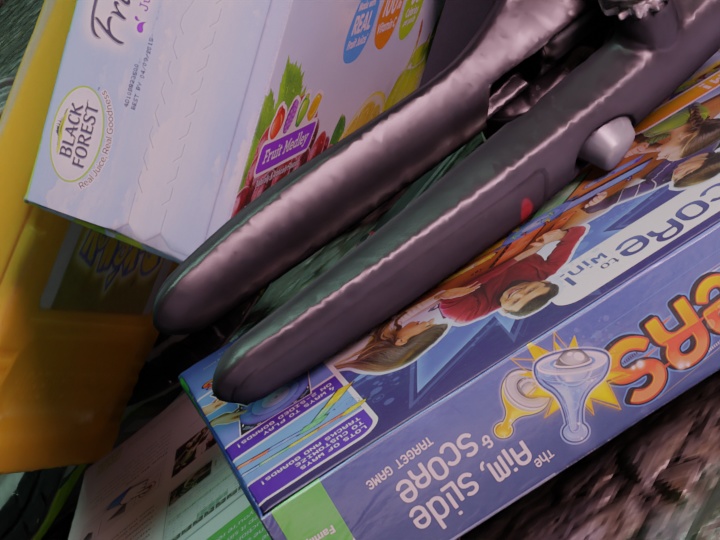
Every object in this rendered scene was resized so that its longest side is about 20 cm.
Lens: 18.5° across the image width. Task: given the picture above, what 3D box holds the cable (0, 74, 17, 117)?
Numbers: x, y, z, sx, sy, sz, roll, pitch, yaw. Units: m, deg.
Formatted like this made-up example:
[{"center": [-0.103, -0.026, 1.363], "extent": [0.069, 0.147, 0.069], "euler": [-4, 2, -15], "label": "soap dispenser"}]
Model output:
[{"center": [-0.100, -0.011, 0.889], "extent": [0.200, 0.097, 0.051], "euler": [90, 177, -65], "label": "cable"}]

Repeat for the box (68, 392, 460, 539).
[{"center": [-0.037, 0.075, 0.712], "extent": [0.144, 0.036, 0.200], "euler": [-39, 14, 12], "label": "box"}]

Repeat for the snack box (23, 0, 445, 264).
[{"center": [-0.017, -0.106, 0.675], "extent": [0.200, 0.067, 0.169], "euler": [-41, -30, -71], "label": "snack box"}]

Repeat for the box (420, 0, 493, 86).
[{"center": [-0.038, -0.107, 1.041], "extent": [0.198, 0.123, 0.200], "euler": [-23, 22, 52], "label": "box"}]

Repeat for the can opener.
[{"center": [0.031, -0.032, 0.605], "extent": [0.063, 0.079, 0.200], "euler": [36, 65, 29], "label": "can opener"}]

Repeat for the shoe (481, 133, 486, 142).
[{"center": [0.089, -0.106, 0.858], "extent": [0.070, 0.053, 0.200], "euler": [-30, 19, 37], "label": "shoe"}]

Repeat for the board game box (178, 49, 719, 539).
[{"center": [0.052, 0.006, 0.599], "extent": [0.200, 0.035, 0.135], "euler": [-32, 17, -5], "label": "board game box"}]

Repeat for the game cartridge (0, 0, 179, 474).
[{"center": [-0.084, -0.028, 0.750], "extent": [0.176, 0.032, 0.201], "euler": [12, -82, -79], "label": "game cartridge"}]

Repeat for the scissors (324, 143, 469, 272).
[{"center": [0.000, 0.000, 0.872], "extent": [0.200, 0.014, 0.073], "euler": [-44, 13, -11], "label": "scissors"}]

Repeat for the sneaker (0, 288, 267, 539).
[{"center": [-0.104, 0.038, 0.885], "extent": [0.200, 0.074, 0.081], "euler": [-44, -6, 12], "label": "sneaker"}]
